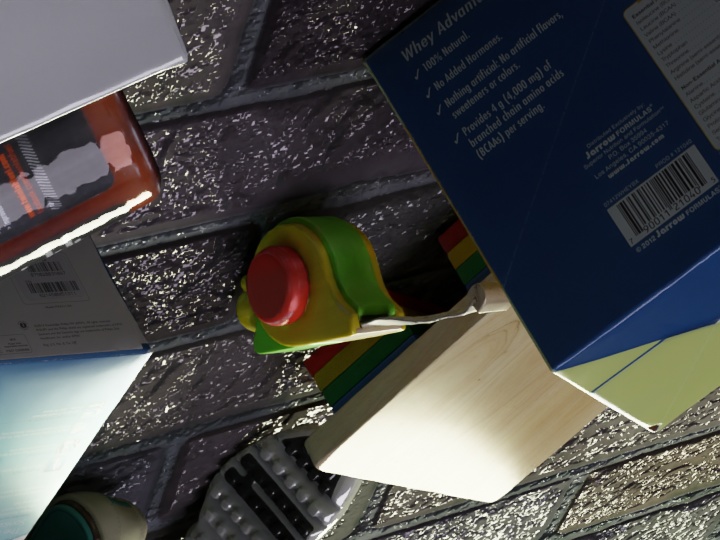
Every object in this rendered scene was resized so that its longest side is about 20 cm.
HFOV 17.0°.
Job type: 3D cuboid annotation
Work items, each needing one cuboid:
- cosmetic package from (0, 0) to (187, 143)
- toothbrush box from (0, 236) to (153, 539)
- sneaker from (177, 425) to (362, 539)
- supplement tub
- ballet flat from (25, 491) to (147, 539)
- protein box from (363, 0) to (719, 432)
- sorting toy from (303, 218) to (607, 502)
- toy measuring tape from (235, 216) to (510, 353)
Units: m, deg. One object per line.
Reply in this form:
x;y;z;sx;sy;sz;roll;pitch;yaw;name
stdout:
-0.179;-0.094;0.916;0.199;0.081;0.113;-24;107;-12;cosmetic package
-0.217;0.075;1.188;0.146;0.086;0.200;-4;141;-41;toothbrush box
-0.062;0.162;1.495;0.200;0.075;0.081;-45;162;29;sneaker
-0.192;-0.034;1.019;0.199;0.107;0.107;-27;151;-6;supplement tub
-0.195;0.203;1.439;0.069;0.070;0.200;8;132;-49;ballet flat
0.147;-0.069;1.180;0.198;0.201;0.135;-38;150;13;protein box
0.082;0.042;1.428;0.200;0.070;0.198;-43;149;20;sorting toy
0.000;0.000;1.244;0.073;0.074;0.199;-2;173;-41;toy measuring tape
